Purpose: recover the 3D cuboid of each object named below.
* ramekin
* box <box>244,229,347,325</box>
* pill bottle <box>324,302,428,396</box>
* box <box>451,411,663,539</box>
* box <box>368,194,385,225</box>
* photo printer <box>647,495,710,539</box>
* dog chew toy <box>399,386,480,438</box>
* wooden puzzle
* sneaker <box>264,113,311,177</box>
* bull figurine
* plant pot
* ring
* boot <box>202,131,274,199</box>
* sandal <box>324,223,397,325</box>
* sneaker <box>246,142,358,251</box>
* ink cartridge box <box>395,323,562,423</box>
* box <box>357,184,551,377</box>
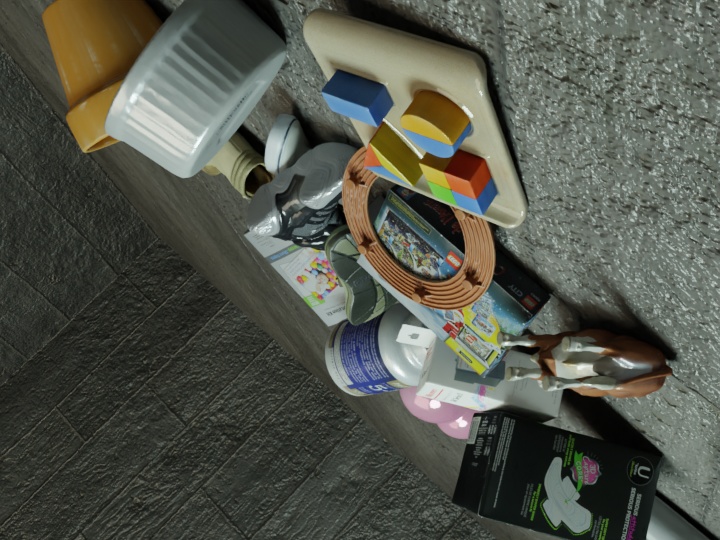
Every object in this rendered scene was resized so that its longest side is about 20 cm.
[{"bbox_3d":[-0.165,-0.192,0.937,0.098,0.201,0.200,38,169,-5],"label":"ramekin"},{"bbox_3d":[-0.058,-0.015,1.342,0.200,0.041,0.156,48,140,-18],"label":"box"},{"bbox_3d":[0.052,0.107,1.268,0.120,0.120,0.200,49,143,-17],"label":"pill bottle"},{"bbox_3d":[0.232,0.254,1.084,0.200,0.125,0.149,17,169,-3],"label":"box"},{"bbox_3d":[0.092,0.009,1.111,0.200,0.041,0.156,40,167,25],"label":"box"},{"bbox_3d":[0.407,0.370,1.194,0.200,0.069,0.166,39,167,27],"label":"photo printer"},{"bbox_3d":[0.151,0.197,1.363,0.200,0.125,0.124,42,170,-23],"label":"dog chew toy"},{"bbox_3d":[0.043,-0.119,0.775,0.185,0.046,0.200,27,159,33],"label":"wooden puzzle"},{"bbox_3d":[-0.070,-0.133,1.147,0.071,0.073,0.200,19,163,12],"label":"sneaker"},{"bbox_3d":[0.209,0.090,0.879,0.121,0.065,0.200,4,172,-21],"label":"bull figurine"},{"bbox_3d":[-0.327,-0.285,1.213,0.184,0.200,0.200,64,164,-9],"label":"plant pot"},{"bbox_3d":[0.053,-0.042,0.935,0.200,0.019,0.201,28,137,30],"label":"ring"},{"bbox_3d":[-0.202,-0.168,1.415,0.155,0.073,0.200,45,163,12],"label":"boot"},{"bbox_3d":[0.001,-0.001,1.138,0.057,0.080,0.201,57,171,37],"label":"sandal"},{"bbox_3d":[-0.041,-0.085,1.097,0.114,0.076,0.200,23,146,-38],"label":"sneaker"},{"bbox_3d":[0.136,0.129,1.094,0.200,0.067,0.117,15,165,2],"label":"ink cartridge box"},{"bbox_3d":[0.095,0.008,0.981,0.200,0.038,0.137,43,143,13],"label":"box"}]
